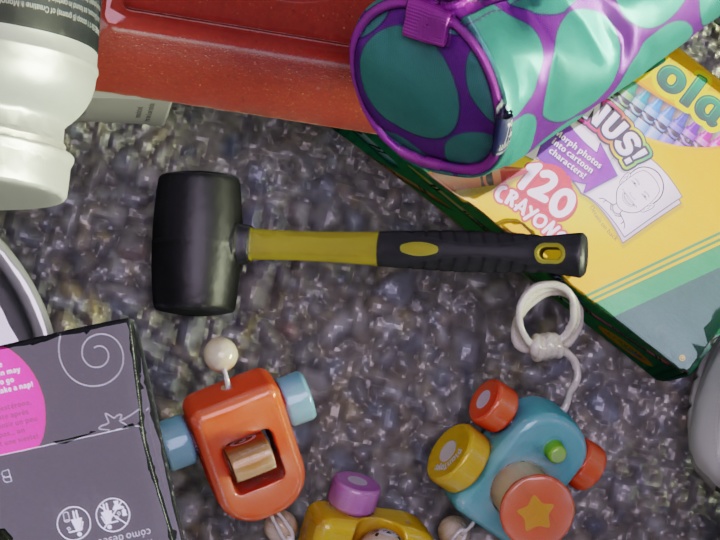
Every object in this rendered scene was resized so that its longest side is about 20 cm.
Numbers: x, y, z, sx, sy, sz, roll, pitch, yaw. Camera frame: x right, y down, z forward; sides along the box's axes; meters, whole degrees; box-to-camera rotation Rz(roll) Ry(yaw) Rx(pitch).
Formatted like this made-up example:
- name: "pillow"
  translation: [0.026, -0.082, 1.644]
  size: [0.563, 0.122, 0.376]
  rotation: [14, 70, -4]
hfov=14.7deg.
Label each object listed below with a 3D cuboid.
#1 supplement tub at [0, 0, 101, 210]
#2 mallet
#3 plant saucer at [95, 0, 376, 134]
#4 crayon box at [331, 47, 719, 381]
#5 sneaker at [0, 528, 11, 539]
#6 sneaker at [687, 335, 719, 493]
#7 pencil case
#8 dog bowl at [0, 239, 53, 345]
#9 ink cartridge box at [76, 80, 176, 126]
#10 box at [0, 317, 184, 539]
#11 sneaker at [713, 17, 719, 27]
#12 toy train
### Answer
- name: "supplement tub"
  translation: [-0.172, -0.132, 1.126]
  size: [0.140, 0.140, 0.201]
  rotation: [4, 84, -6]
- name: "mallet"
  translation: [0.000, 0.000, 1.241]
  size: [0.199, 0.041, 0.066]
  rotation: [9, 88, 14]
- name: "plant saucer"
  translation: [-0.031, -0.167, 1.210]
  size: [0.199, 0.037, 0.200]
  rotation: [8, 82, -14]
- name: "crayon box"
  translation: [0.100, -0.056, 1.275]
  size: [0.200, 0.058, 0.119]
  rotation: [37, 81, -1]
- name: "sneaker"
  translation: [-0.209, 0.074, 1.031]
  size: [0.081, 0.075, 0.200]
  rotation: [-41, 90, 2]
- name: "sneaker"
  translation: [0.222, 0.021, 1.267]
  size: [0.074, 0.087, 0.200]
  rotation: [41, 83, -3]
- name: "pencil case"
  translation: [0.091, -0.117, 1.188]
  size: [0.085, 0.093, 0.200]
  rotation: [38, 53, 24]
- name: "dog bowl"
  translation: [-0.230, 0.058, 1.218]
  size: [0.199, 0.079, 0.201]
  rotation: [1, 84, -6]
- name: "ink cartridge box"
  translation: [-0.181, -0.145, 1.240]
  size: [0.199, 0.084, 0.146]
  rotation: [2, 84, -7]
- name: "box"
  translation: [-0.174, 0.105, 1.122]
  size: [0.199, 0.115, 0.133]
  rotation: [-12, 87, -6]
- name: "sneaker"
  translation: [0.205, -0.127, 1.260]
  size: [0.075, 0.085, 0.200]
  rotation: [-34, 69, -12]
- name: "toy train"
  translation: [0.018, 0.085, 1.224]
  size: [0.199, 0.056, 0.151]
  rotation: [-16, 117, -10]
